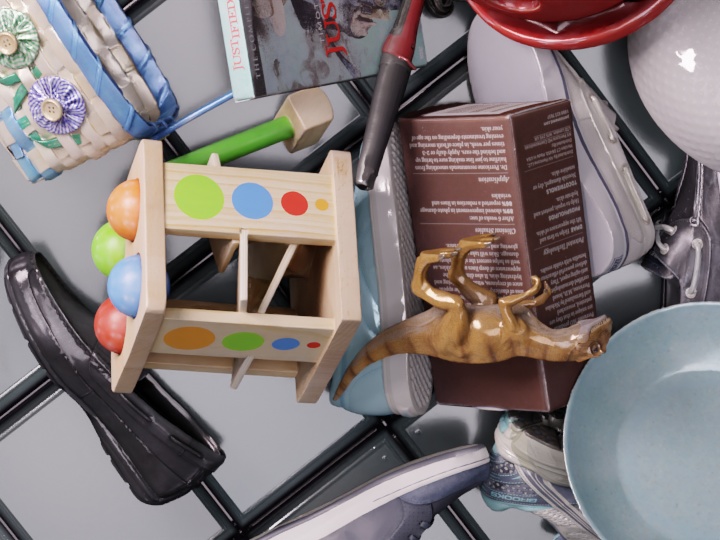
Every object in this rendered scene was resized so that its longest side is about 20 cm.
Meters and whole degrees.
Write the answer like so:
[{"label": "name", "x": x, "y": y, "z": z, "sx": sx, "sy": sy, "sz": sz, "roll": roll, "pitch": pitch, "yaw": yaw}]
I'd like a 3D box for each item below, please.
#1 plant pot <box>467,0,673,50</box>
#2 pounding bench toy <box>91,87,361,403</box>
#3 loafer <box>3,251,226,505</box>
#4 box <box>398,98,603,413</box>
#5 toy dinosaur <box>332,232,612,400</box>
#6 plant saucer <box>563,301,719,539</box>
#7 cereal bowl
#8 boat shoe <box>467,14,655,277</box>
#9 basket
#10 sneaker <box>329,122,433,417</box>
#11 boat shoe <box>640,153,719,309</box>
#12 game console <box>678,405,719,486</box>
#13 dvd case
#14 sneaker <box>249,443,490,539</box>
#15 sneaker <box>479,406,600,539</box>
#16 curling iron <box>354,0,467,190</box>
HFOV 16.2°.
[{"label": "plant pot", "x": 0.119, "y": -0.249, "z": 1.619, "sx": 0.200, "sy": 0.183, "sz": 0.201, "roll": -9, "pitch": 62, "yaw": 17}, {"label": "pounding bench toy", "x": -0.095, "y": -0.031, "z": 1.660, "sx": 0.155, "sy": 0.124, "sz": 0.201, "roll": 4, "pitch": 61, "yaw": -15}, {"label": "loafer", "x": -0.165, "y": 0.065, "z": 1.703, "sx": 0.070, "sy": 0.068, "sz": 0.201, "roll": -31, "pitch": 104, "yaw": 13}, {"label": "box", "x": 0.095, "y": -0.011, "z": 1.687, "sx": 0.075, "sy": 0.100, "sz": 0.201, "roll": -16, "pitch": 104, "yaw": -46}, {"label": "toy dinosaur", "x": 0.058, "y": 0.035, "z": 1.625, "sx": 0.199, "sy": 0.060, "sz": 0.107, "roll": -4, "pitch": 102, "yaw": 21}, {"label": "plant saucer", "x": 0.232, "y": 0.120, "z": 1.663, "sx": 0.200, "sy": 0.039, "sz": 0.202, "roll": 0, "pitch": 68, "yaw": 1}, {"label": "cereal bowl", "x": 0.282, "y": -0.161, "z": 1.679, "sx": 0.199, "sy": 0.083, "sz": 0.201, "roll": 2, "pitch": 71, "yaw": -6}, {"label": "boat shoe", "x": 0.141, "y": -0.093, "z": 1.719, "sx": 0.070, "sy": 0.071, "sz": 0.200, "roll": -17, "pitch": 75, "yaw": -44}, {"label": "basket", "x": -0.165, "y": -0.158, "z": 1.651, "sx": 0.200, "sy": 0.139, "sz": 0.177, "roll": -36, "pitch": 97, "yaw": 8}, {"label": "sneaker", "x": 0.000, "y": 0.000, "z": 1.713, "sx": 0.082, "sy": 0.074, "sz": 0.201, "roll": -4, "pitch": 83, "yaw": 19}, {"label": "boat shoe", "x": 0.226, "y": -0.011, "z": 1.731, "sx": 0.068, "sy": 0.072, "sz": 0.201, "roll": -2, "pitch": 102, "yaw": -6}, {"label": "game console", "x": 0.344, "y": 0.119, "z": 1.695, "sx": 0.176, "sy": 0.116, "sz": 0.200, "roll": 46, "pitch": 70, "yaw": -15}, {"label": "dvd case", "x": -0.027, "y": -0.192, "z": 1.646, "sx": 0.022, "sy": 0.200, "sz": 0.147, "roll": -5, "pitch": 96, "yaw": 37}, {"label": "sneaker", "x": 0.022, "y": 0.214, "z": 1.720, "sx": 0.202, "sy": 0.077, "sz": 0.146, "roll": -28, "pitch": 85, "yaw": 9}, {"label": "sneaker", "x": 0.174, "y": 0.156, "z": 1.747, "sx": 0.199, "sy": 0.078, "sz": 0.086, "roll": 22, "pitch": 119, "yaw": -11}, {"label": "curling iron", "x": 0.034, "y": -0.138, "z": 1.677, "sx": 0.050, "sy": 0.026, "sz": 0.200, "roll": 31, "pitch": 59, "yaw": -18}]
